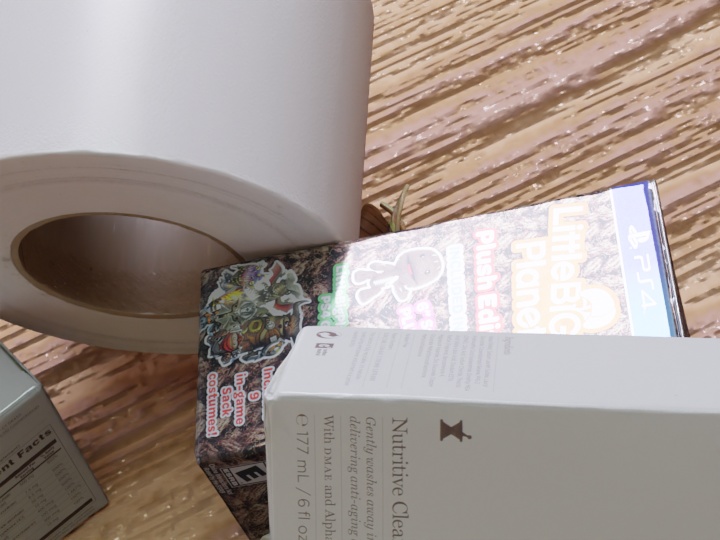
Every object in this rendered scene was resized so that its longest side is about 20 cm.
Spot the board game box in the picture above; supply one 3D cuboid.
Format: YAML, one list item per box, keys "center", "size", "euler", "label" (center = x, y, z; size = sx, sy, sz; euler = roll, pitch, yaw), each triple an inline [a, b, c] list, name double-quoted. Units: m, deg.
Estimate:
- center: [0.048, 0.064, 0.754]
  size: [0.199, 0.160, 0.097]
  euler: [-11, 52, 12]
  label: "board game box"

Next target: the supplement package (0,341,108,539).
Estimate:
- center: [-0.254, 0.075, 0.860]
  size: [0.156, 0.111, 0.200]
  euler: [-38, 55, -16]
  label: "supplement package"

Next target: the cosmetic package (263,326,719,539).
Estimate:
- center: [0.071, 0.085, 0.625]
  size: [0.199, 0.113, 0.081]
  euler: [0, 16, 8]
  label: "cosmetic package"

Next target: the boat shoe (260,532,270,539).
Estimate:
- center: [0.038, 0.175, 0.711]
  size: [0.060, 0.074, 0.200]
  euler: [-38, 80, -18]
  label: "boat shoe"

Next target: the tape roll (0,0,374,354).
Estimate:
- center: [-0.096, -0.062, 0.794]
  size: [0.202, 0.203, 0.140]
  euler: [-2, 64, 11]
  label: "tape roll"

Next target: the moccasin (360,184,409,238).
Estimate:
- center: [0.001, -0.001, 0.879]
  size: [0.201, 0.078, 0.074]
  euler: [25, 62, 27]
  label: "moccasin"
